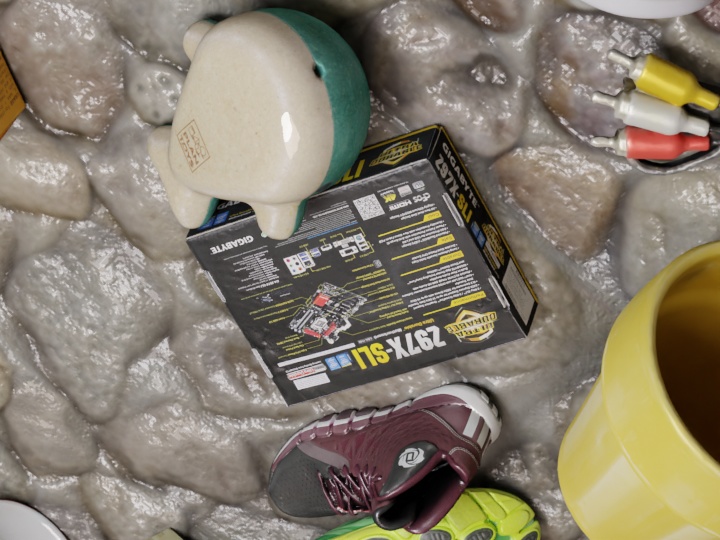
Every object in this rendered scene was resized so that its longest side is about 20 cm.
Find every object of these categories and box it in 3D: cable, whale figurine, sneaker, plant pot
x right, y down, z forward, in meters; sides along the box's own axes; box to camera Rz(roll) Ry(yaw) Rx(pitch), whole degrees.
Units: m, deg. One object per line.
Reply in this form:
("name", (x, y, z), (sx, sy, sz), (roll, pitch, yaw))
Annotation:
("cable", (0.247, -0.086, 1.580), (0.200, 0.050, 0.097), (14, 127, 8))
("whale figurine", (-0.068, -0.098, 1.640), (0.200, 0.104, 0.159), (-35, 77, 52))
("sneaker", (0.035, 0.203, 1.832), (0.200, 0.084, 0.074), (-14, 99, 4))
("sneaker", (0.004, 0.155, 1.775), (0.200, 0.116, 0.076), (-26, 114, 28))
("plant pot", (0.233, 0.109, 1.643), (0.201, 0.201, 0.189), (31, 141, -7))

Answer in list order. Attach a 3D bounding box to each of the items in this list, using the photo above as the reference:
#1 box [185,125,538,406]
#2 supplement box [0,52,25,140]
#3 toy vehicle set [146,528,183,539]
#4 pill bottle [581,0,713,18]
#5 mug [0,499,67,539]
("box", (0.000, 0.000, 1.711), (0.200, 0.049, 0.160), (-18, 120, 25))
("supplement box", (-0.303, -0.173, 1.663), (0.066, 0.069, 0.200), (-9, 123, 23))
("toy vehicle set", (-0.118, 0.315, 1.928), (0.124, 0.026, 0.200), (36, 141, 44))
("pill bottle", (0.177, -0.260, 1.441), (0.112, 0.112, 0.200), (12, 127, 7))
("mug", (-0.334, 0.267, 1.964), (0.133, 0.178, 0.200), (13, 142, -41))
